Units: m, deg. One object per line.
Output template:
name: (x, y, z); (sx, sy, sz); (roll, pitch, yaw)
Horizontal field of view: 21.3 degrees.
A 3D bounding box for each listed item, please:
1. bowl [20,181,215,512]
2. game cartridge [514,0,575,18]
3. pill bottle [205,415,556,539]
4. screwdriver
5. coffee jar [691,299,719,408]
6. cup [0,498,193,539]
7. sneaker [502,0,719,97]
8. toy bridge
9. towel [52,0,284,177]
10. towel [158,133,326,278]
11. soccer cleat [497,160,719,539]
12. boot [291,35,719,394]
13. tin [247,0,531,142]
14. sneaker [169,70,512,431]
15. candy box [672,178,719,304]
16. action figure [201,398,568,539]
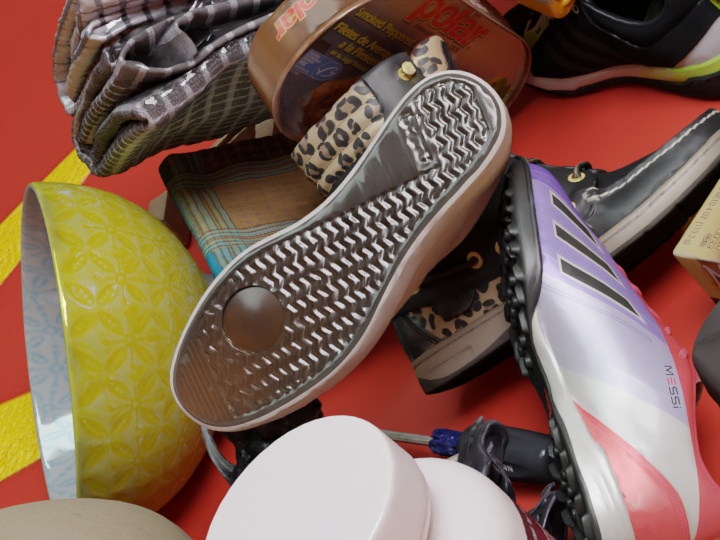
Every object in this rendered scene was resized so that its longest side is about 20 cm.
bowl: (-0.121, 0.047, 1.057); (0.108, 0.200, 0.200); (-6, 30, -17)
game cartridge: (0.066, -0.244, 1.018); (0.200, 0.032, 0.176); (28, 85, 32)
pill bottle: (0.037, 0.143, 0.713); (0.113, 0.200, 0.113); (-29, 37, 24)
screwdriver: (0.024, 0.081, 0.945); (0.200, 0.029, 0.028); (7, 59, 45)
coffee jar: (0.196, 0.058, 0.626); (0.104, 0.200, 0.085); (-46, 33, -1)
cup: (-0.137, 0.186, 0.897); (0.200, 0.200, 0.143); (-29, 11, 24)
sneaker: (0.134, -0.145, 1.022); (0.200, 0.083, 0.072); (7, 59, 51)
toy bridge: (-0.053, -0.086, 1.216); (0.200, 0.027, 0.067); (-33, 31, 23)
towel: (-0.078, -0.120, 1.061); (0.165, 0.086, 0.200); (-18, -3, -16)
towel: (-0.023, -0.035, 1.068); (0.146, 0.022, 0.200); (-13, 30, -14)
soccer cleat: (0.108, 0.037, 0.835); (0.073, 0.068, 0.200); (-11, 59, -4)
boot: (0.072, -0.051, 0.934); (0.200, 0.073, 0.151); (-39, 77, 20)
tin: (0.018, -0.108, 1.002); (0.112, 0.200, 0.042); (-38, 66, 17)
sneaker: (0.000, 0.000, 0.876); (0.200, 0.085, 0.073); (-44, 76, 4)
candy box: (0.240, -0.064, 0.843); (0.115, 0.055, 0.200); (15, 66, 54)
action figure: (-0.008, 0.114, 0.878); (0.200, 0.119, 0.102); (1, 50, 42)
